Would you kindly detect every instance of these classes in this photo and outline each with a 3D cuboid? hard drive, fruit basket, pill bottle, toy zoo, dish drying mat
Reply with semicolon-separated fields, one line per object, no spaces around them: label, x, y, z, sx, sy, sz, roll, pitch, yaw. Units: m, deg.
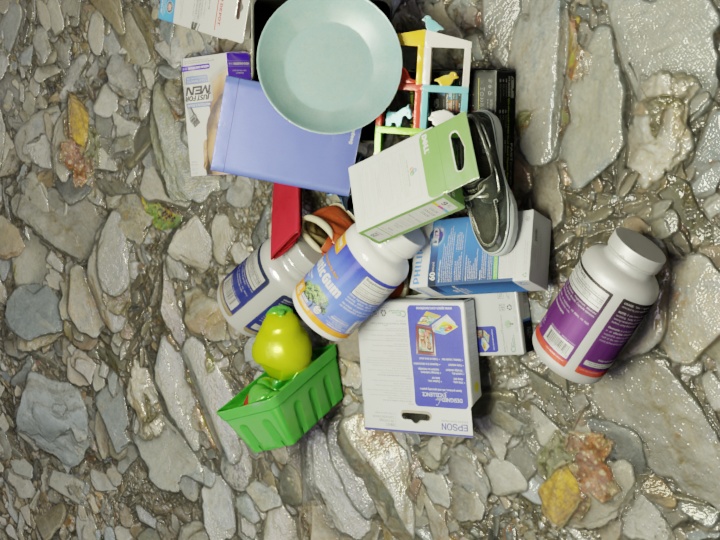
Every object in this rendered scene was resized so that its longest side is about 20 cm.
hard drive;-0.101;-0.188;1.551;0.198;0.025;0.133;10;100;-7
fruit basket;-0.132;0.160;1.775;0.154;0.215;0.218;-18;87;37
pill bottle;0.000;0.000;1.623;0.200;0.112;0.112;-47;70;23
toy zoo;0.087;-0.252;1.541;0.130;0.020;0.202;4;101;10
pill bottle;0.320;0.046;1.473;0.112;0.112;0.201;41;119;24
pill bottle;-0.133;0.012;1.803;0.200;0.119;0.120;-38;75;35
dish drying mat;-0.116;-0.110;1.760;0.077;0.018;0.201;-41;36;35

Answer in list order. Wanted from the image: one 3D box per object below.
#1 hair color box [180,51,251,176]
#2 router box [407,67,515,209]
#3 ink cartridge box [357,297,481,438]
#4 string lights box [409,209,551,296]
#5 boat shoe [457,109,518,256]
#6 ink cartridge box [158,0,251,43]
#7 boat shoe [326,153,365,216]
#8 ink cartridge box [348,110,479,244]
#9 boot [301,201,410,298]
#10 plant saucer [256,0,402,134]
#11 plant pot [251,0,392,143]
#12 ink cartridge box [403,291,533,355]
hair color box;-0.238;-0.263;1.871;0.108;0.065;0.202;1;100;36
router box;0.144;-0.189;1.595;0.149;0.062;0.202;7;102;34
ink cartridge box;0.087;0.142;1.661;0.196;0.047;0.202;0;99;35
string lights box;0.170;-0.022;1.587;0.198;0.059;0.104;-4;73;38
boat shoe;0.162;-0.117;1.509;0.072;0.071;0.202;-10;89;39
ink cartridge box;-0.237;-0.452;1.834;0.199;0.068;0.117;24;112;32
boat shoe;0.003;-0.123;1.709;0.200;0.068;0.085;41;119;25
ink cartridge box;0.082;-0.123;1.495;0.199;0.059;0.105;-23;61;31
boot;-0.011;-0.022;1.716;0.200;0.107;0.075;45;119;20
plant saucer;-0.043;-0.282;1.517;0.198;0.039;0.204;0;85;-4
plant pot;-0.063;-0.299;1.635;0.197;0.177;0.202;0;102;-6
ink cartridge box;0.159;0.076;1.646;0.198;0.039;0.101;-4;96;36
